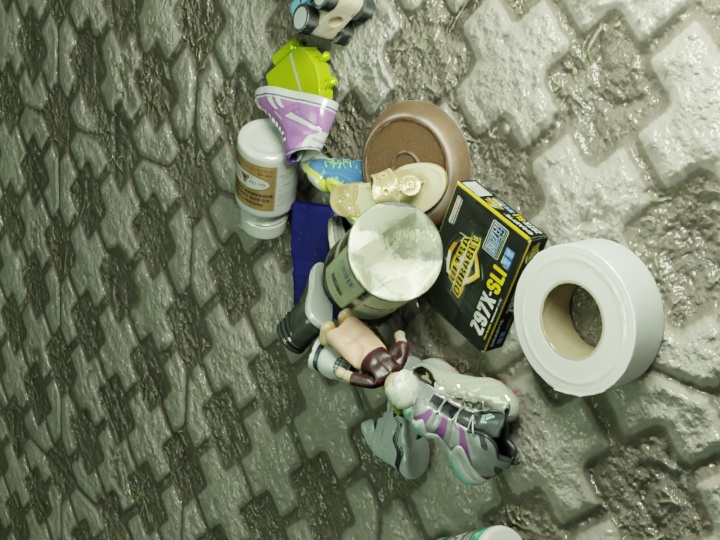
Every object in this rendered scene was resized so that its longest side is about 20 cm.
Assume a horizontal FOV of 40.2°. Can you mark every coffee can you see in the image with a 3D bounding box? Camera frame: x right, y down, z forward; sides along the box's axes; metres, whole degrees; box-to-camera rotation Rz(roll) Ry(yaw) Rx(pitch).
[{"bbox_3d":[0.030,-0.009,1.500,0.200,0.144,0.149,140,115,-73],"label":"coffee can"}]

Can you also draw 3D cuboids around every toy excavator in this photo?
[{"bbox_3d":[-0.077,-0.472,1.642,0.194,0.099,0.204,-35,58,45],"label":"toy excavator"}]

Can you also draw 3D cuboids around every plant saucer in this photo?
[{"bbox_3d":[0.077,-0.159,1.517,0.197,0.034,0.205,7,104,32],"label":"plant saucer"}]

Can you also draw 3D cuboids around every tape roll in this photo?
[{"bbox_3d":[0.300,0.062,1.309,0.201,0.070,0.207,13,107,47],"label":"tape roll"}]

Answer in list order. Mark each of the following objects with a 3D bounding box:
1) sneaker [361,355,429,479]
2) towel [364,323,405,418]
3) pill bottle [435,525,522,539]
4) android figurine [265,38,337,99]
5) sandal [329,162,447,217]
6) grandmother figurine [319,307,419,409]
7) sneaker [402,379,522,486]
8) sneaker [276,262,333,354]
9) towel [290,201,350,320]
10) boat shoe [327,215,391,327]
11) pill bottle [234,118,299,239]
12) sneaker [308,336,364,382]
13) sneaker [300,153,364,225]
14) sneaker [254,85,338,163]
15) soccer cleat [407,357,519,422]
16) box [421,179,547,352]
[{"bbox_3d":[0.056,0.236,1.628,0.114,0.074,0.204,8,104,48],"label":"sneaker"},{"bbox_3d":[0.038,0.156,1.533,0.018,0.085,0.201,-49,50,20],"label":"towel"},{"bbox_3d":[0.161,0.467,1.523,0.199,0.112,0.115,-31,74,47],"label":"pill bottle"},{"bbox_3d":[-0.107,-0.316,1.735,0.199,0.041,0.185,-28,76,49],"label":"android figurine"},{"bbox_3d":[0.029,-0.112,1.496,0.209,0.069,0.079,-7,97,35],"label":"sandal"},{"bbox_3d":[0.022,0.132,1.451,0.200,0.121,0.061,44,171,43],"label":"grandmother figurine"},{"bbox_3d":[0.159,0.215,1.434,0.200,0.078,0.139,47,131,-12],"label":"sneaker"},{"bbox_3d":[-0.087,0.061,1.613,0.071,0.201,0.099,42,114,-13],"label":"sneaker"},{"bbox_3d":[-0.064,-0.020,1.744,0.146,0.049,0.204,11,107,44],"label":"towel"},{"bbox_3d":[0.000,0.000,1.645,0.075,0.072,0.203,-90,-19,-78],"label":"boat shoe"},{"bbox_3d":[-0.169,-0.159,1.763,0.115,0.113,0.202,48,146,32],"label":"pill bottle"},{"bbox_3d":[-0.001,0.155,1.591,0.080,0.199,0.078,17,96,34],"label":"sneaker"},{"bbox_3d":[-0.016,-0.161,1.647,0.200,0.075,0.106,47,118,24],"label":"sneaker"},{"bbox_3d":[-0.127,-0.245,1.662,0.199,0.072,0.116,21,95,48],"label":"sneaker"},{"bbox_3d":[0.154,0.188,1.500,0.198,0.077,0.071,21,114,45],"label":"soccer cleat"},{"bbox_3d":[0.176,-0.006,1.459,0.159,0.049,0.203,42,127,34],"label":"box"}]
